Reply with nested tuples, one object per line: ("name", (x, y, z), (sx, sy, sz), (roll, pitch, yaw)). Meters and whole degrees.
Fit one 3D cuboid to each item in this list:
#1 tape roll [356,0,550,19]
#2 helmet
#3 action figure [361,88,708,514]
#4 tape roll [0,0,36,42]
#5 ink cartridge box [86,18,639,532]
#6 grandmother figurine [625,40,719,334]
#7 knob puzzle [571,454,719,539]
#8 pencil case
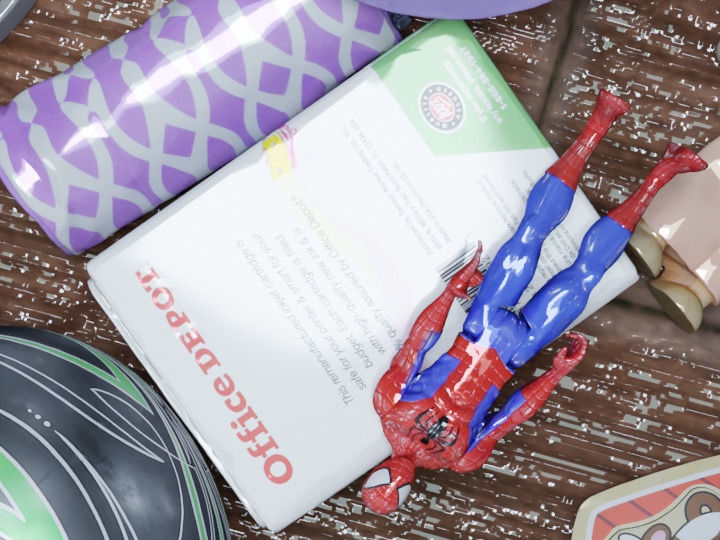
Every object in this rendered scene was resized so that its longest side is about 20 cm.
("tape roll", (0.033, -0.205, 0.727), (0.200, 0.085, 0.200), (11, 132, 12))
("helmet", (-0.150, 0.122, 0.785), (0.191, 0.200, 0.200), (-12, 91, 12))
("action figure", (0.063, 0.020, 0.769), (0.065, 0.052, 0.200), (35, 95, -9))
("tape roll", (-0.236, -0.182, 0.854), (0.203, 0.037, 0.203), (0, 91, 0))
("ink cartridge box", (0.000, 0.000, 0.831), (0.200, 0.084, 0.145), (-35, 92, 1))
("grandmother figurine", (0.205, -0.065, 0.845), (0.200, 0.061, 0.121), (-39, 118, -2))
("knob puzzle", (0.177, 0.157, 0.814), (0.220, 0.030, 0.220), (-5, 57, 9))
("pencil case", (-0.077, -0.090, 0.834), (0.200, 0.084, 0.086), (-33, 56, -1))
